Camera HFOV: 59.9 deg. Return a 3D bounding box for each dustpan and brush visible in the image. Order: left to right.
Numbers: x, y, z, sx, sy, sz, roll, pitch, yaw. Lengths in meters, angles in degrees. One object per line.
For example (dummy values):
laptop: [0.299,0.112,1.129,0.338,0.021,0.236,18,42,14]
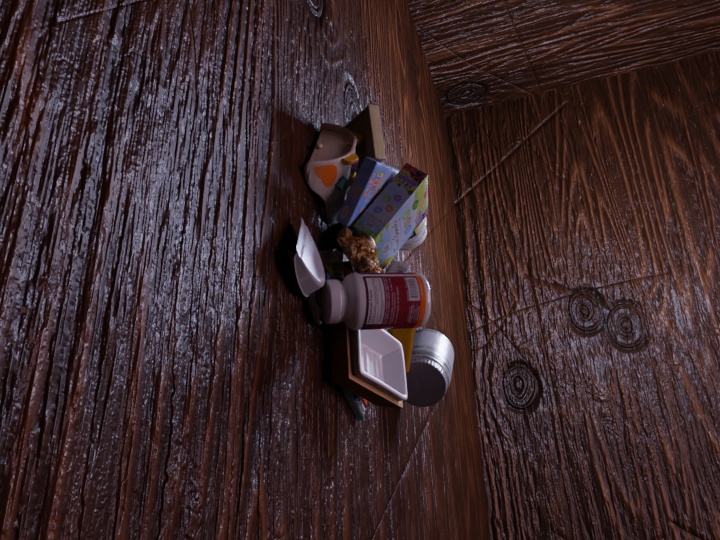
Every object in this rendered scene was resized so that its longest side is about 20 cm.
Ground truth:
dustpan and brush: [-0.097,0.017,1.186,0.140,0.057,0.201,-91,158,-61]

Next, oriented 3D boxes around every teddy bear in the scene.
teddy bear: [0.009,-0.027,1.323,0.145,0.067,0.200,58,-1,34]

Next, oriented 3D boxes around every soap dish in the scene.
soap dish: [0.016,0.192,1.315,0.200,0.081,0.158,38,38,-44]

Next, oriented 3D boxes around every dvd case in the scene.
dvd case: [-0.009,0.213,1.410,0.201,0.022,0.146,-79,154,-48]

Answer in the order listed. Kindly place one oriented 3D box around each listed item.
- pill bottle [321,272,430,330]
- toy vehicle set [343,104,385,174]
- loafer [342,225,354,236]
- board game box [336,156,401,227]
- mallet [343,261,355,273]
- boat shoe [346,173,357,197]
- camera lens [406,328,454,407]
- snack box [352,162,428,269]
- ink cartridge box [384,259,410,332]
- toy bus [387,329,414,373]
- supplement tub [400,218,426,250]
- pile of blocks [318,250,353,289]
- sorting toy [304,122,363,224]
pill bottle: [0.028,0.060,1.231,0.113,0.199,0.114,180,-90,-74]
toy vehicle set: [-0.008,-0.286,1.455,0.200,0.026,0.125,-22,-107,61]
loafer: [-0.012,-0.084,1.515,0.071,0.073,0.200,-69,168,11]
board game box: [0.033,-0.166,1.406,0.152,0.037,0.200,-64,158,11]
mallet: [0.000,0.000,1.469,0.200,0.041,0.066,-20,96,-62]
boat shoe: [-0.006,-0.163,1.508,0.200,0.073,0.069,100,7,-72]
camera lens: [0.182,0.272,1.777,0.200,0.159,0.161,-61,138,-65]
snack box: [0.074,-0.115,1.417,0.200,0.068,0.169,-50,159,-16]
ink cartridge box: [0.060,0.068,1.467,0.200,0.047,0.161,103,7,-81]
toy bus: [0.096,0.136,1.484,0.078,0.065,0.201,-17,115,-89]
supplement tub: [0.111,-0.166,1.813,0.200,0.144,0.146,61,25,-48]
pile of blocks: [-0.034,0.038,1.314,0.200,0.062,0.082,59,40,-35]
sorting toy: [-0.055,-0.207,1.410,0.200,0.106,0.181,-78,172,-51]
